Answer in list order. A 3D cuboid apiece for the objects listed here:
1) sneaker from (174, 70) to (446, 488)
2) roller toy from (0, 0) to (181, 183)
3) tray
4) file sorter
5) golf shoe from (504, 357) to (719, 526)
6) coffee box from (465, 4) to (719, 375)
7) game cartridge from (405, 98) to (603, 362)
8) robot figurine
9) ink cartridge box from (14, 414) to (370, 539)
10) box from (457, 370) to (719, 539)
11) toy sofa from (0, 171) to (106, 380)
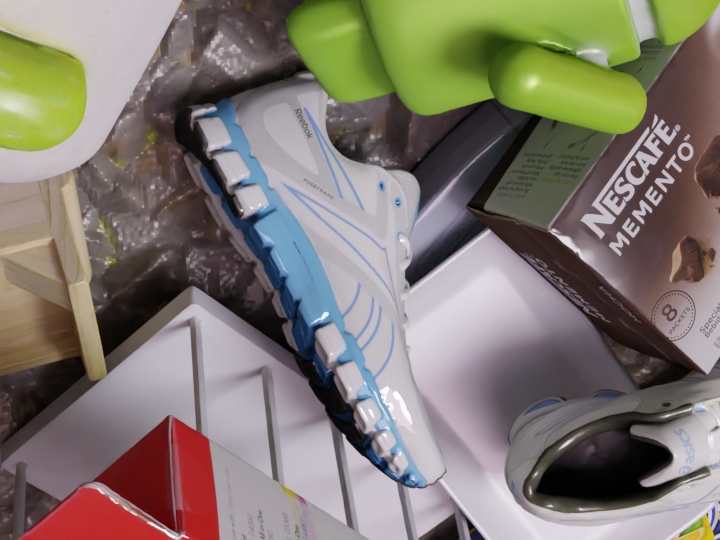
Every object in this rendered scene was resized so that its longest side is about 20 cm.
[{"bbox_3d":[0.000,0.000,0.790,0.086,0.075,0.201,-28,94,-15],"label":"sneaker"},{"bbox_3d":[-0.150,-0.135,0.628,0.199,0.182,0.140,34,107,5],"label":"roller toy"},{"bbox_3d":[0.083,0.074,0.866,0.107,0.022,0.200,-37,112,3],"label":"tray"},{"bbox_3d":[-0.052,0.135,0.834,0.139,0.125,0.200,-39,125,23],"label":"file sorter"},{"bbox_3d":[0.160,0.077,0.790,0.198,0.097,0.079,-20,90,12],"label":"golf shoe"},{"bbox_3d":[0.157,-0.070,0.796,0.113,0.080,0.201,40,83,-25],"label":"coffee box"},{"bbox_3d":[0.070,-0.003,0.870,0.133,0.041,0.200,33,104,-35],"label":"game cartridge"},{"bbox_3d":[0.066,-0.135,0.727,0.198,0.177,0.116,-15,157,11],"label":"robot figurine"},{"bbox_3d":[-0.069,0.138,0.709,0.116,0.068,0.200,-39,124,21],"label":"ink cartridge box"},{"bbox_3d":[0.134,0.141,0.947,0.199,0.070,0.064,-37,136,4],"label":"box"},{"bbox_3d":[-0.215,0.012,0.760,0.198,0.098,0.083,-15,147,-11],"label":"toy sofa"}]
